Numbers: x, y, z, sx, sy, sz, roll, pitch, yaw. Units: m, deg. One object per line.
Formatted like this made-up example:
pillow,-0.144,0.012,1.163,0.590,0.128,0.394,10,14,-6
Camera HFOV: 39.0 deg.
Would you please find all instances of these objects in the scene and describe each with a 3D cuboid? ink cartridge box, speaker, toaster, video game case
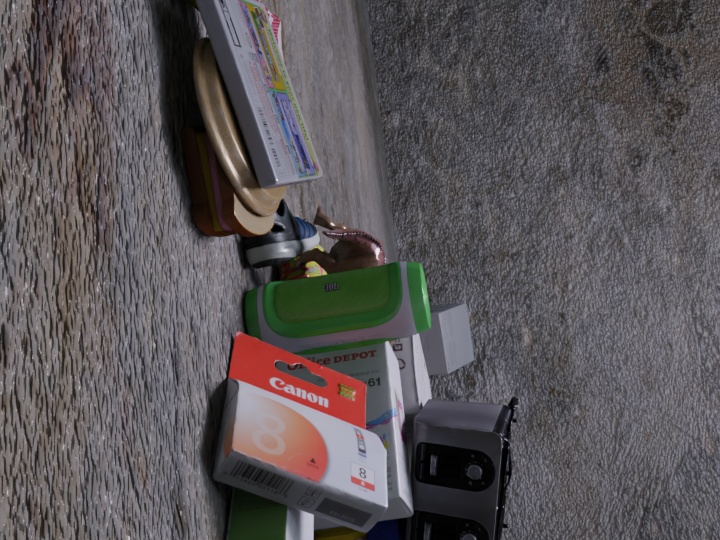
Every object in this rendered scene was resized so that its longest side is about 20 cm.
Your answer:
ink cartridge box,-0.083,0.229,0.994,0.201,0.059,0.104,-91,170,-53
speaker,-0.025,0.043,1.133,0.088,0.198,0.089,-9,90,-83
toaster,0.127,0.258,1.258,0.200,0.118,0.183,-23,118,-76
video game case,-0.100,-0.184,1.032,0.182,0.022,0.202,-32,103,-76
ink cartridge box,0.049,0.360,1.323,0.201,0.044,0.095,68,13,-47
ink cartridge box,-0.022,0.192,1.206,0.085,0.143,0.201,64,18,-58
ink cartridge box,-0.051,0.141,0.986,0.050,0.161,0.201,-54,-159,35

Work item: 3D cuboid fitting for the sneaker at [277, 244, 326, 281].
sneaker,-0.080,0.007,1.320,0.200,0.078,0.091,-81,147,-74

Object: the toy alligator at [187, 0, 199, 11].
toy alligator,-0.163,-0.305,1.062,0.054,0.059,0.200,41,2,7

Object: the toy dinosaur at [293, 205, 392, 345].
toy dinosaur,0.000,0.000,1.204,0.201,0.135,0.086,90,21,-56

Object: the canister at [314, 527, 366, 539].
canister,-0.003,0.419,1.334,0.149,0.086,0.202,-35,115,-82

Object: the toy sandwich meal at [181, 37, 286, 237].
toy sandwich meal,-0.136,-0.130,1.017,0.205,0.070,0.207,-18,90,-77

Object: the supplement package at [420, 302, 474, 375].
supplement package,0.241,0.214,3.187,0.200,0.146,0.193,-15,97,-59

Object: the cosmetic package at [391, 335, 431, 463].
cosmetic package,0.013,0.184,1.424,0.201,0.163,0.166,72,13,-54

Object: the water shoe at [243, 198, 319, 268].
water shoe,-0.095,-0.057,1.227,0.200,0.071,0.080,-63,141,-80

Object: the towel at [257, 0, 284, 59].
towel,-0.129,-0.309,1.478,0.200,0.023,0.145,-34,116,-83
